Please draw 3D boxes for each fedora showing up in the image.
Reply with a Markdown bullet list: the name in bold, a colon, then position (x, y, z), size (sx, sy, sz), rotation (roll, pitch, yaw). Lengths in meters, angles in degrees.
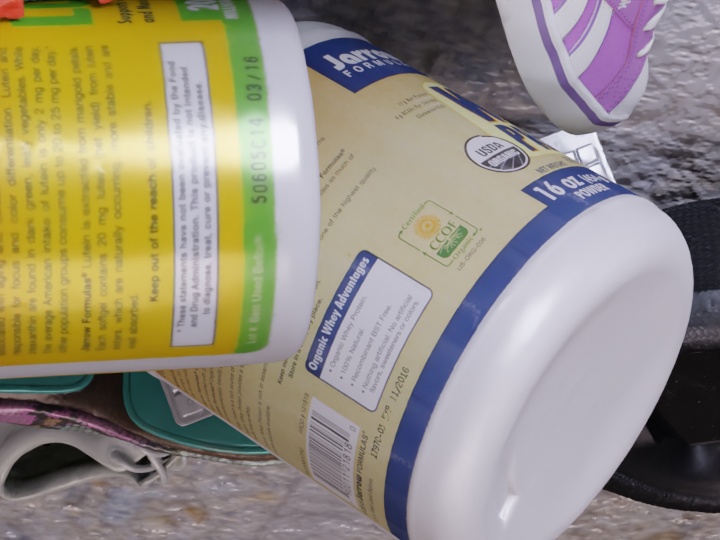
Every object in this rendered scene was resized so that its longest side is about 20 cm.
- **fedora**: position (0.162, 0.030, 1.038), size (0.200, 0.092, 0.201), rotation (1, 152, 0)

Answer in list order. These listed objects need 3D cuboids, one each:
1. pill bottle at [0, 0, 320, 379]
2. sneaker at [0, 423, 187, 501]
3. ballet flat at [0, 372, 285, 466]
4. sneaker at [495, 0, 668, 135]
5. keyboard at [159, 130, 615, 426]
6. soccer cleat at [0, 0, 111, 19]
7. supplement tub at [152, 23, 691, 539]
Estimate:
- **pill bottle**: position (-0.118, -0.023, 0.704), size (0.200, 0.111, 0.111), rotation (-3, 153, -11)
- **sneaker**: position (-0.094, 0.066, 1.135), size (0.200, 0.071, 0.073), rotation (-19, 146, 33)
- **ballet flat**: position (-0.101, 0.041, 0.981), size (0.200, 0.069, 0.071), rotation (7, 169, -2)
- **sneaker**: position (0.100, -0.114, 0.797), size (0.114, 0.073, 0.201), rotation (-9, 150, 12)
- **keyboard**: position (0.011, 0.001, 0.955), size (0.200, 0.056, 0.011), rotation (-21, 171, -7)
- **soccer cleat**: position (-0.066, -0.121, 0.689), size (0.200, 0.078, 0.069), rotation (-7, 152, -29)
- **supplement tub**: position (0.000, 0.000, 0.850), size (0.200, 0.144, 0.144), rotation (32, 163, 25)
